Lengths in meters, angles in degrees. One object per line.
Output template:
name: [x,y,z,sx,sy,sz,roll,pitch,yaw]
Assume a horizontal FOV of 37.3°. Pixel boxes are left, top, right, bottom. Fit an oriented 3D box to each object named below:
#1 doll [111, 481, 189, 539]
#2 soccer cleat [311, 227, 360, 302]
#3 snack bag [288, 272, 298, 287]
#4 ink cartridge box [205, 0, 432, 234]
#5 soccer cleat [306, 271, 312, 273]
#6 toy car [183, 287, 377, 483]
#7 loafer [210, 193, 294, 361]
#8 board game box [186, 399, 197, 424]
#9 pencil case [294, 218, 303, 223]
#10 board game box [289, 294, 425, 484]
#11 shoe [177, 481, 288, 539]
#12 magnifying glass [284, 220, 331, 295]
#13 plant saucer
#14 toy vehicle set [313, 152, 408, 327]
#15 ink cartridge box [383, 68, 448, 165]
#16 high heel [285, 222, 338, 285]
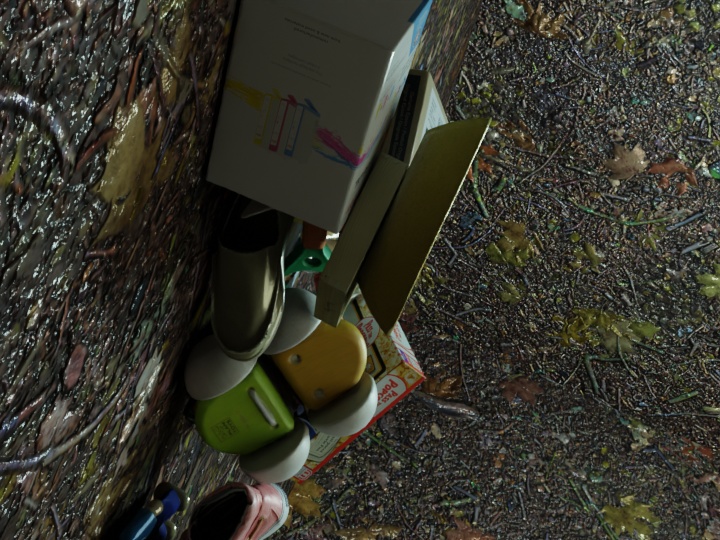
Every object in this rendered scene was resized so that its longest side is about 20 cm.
doll: [-0.232,0.289,1.093,0.200,0.048,0.137,-40,154,-80]
soccer cleat: [0.000,0.000,1.186,0.068,0.085,0.201,-27,156,-30]
snack bag: [-0.124,0.077,1.357,0.200,0.021,0.190,159,-45,-83]
ink cartridge box: [-0.038,-0.141,0.888,0.129,0.124,0.201,-61,171,-52]
soccer cleat: [-0.061,-0.031,1.412,0.200,0.069,0.078,49,44,-76]
toy car: [-0.092,0.111,1.151,0.199,0.176,0.150,-34,-154,-5]
loafer: [-0.109,-0.010,1.026,0.068,0.075,0.202,-10,110,-74]
board game box: [-0.151,0.091,1.266,0.105,0.023,0.201,103,9,-75]
pencil case: [-0.045,-0.133,1.083,0.201,0.082,0.091,104,-19,-54]
board game box: [-0.032,0.130,1.258,0.200,0.046,0.152,-41,-141,14]
shoe: [-0.171,0.295,1.138,0.200,0.072,0.091,-41,155,7]
magnifying glass: [-0.049,-0.018,1.105,0.201,0.079,0.023,99,-6,-59]
plant saucer: [0.050,-0.047,0.971,0.200,0.048,0.201,-41,156,-87]
toy vehicle set: [-0.003,-0.021,0.989,0.200,0.026,0.125,108,8,-78]
ink cartridge box: [0.049,-0.127,1.270,0.200,0.074,0.166,44,55,-73]
high heel: [-0.049,-0.011,1.254,0.071,0.143,0.201,-12,-135,39]
